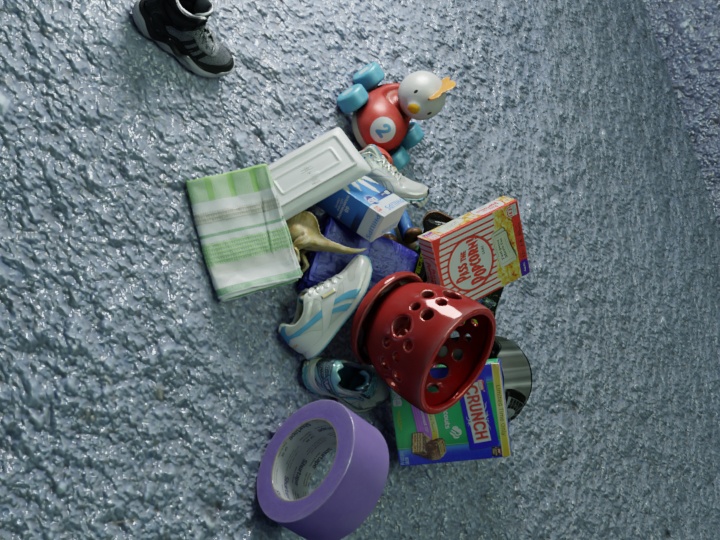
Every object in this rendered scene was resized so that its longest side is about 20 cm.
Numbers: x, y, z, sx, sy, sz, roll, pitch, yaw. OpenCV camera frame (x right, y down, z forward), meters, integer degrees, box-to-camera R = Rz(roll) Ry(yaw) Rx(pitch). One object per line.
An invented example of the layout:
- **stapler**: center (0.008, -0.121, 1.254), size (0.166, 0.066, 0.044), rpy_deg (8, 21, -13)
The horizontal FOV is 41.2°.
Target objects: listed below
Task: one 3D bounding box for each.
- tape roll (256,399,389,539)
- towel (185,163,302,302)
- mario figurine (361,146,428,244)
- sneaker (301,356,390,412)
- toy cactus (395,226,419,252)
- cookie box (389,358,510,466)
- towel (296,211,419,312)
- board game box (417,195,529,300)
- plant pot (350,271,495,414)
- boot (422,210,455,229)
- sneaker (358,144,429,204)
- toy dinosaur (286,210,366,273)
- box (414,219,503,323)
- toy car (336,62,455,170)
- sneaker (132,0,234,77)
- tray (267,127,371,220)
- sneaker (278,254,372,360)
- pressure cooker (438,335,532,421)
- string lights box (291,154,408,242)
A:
- **tape roll**: center (-0.059, 0.304, 1.455), size (0.085, 0.200, 0.200), rpy_deg (40, 49, -35)
- **towel**: center (-0.185, -0.063, 1.533), size (0.149, 0.031, 0.201), rpy_deg (-16, 88, -26)
- **mario figurine**: center (0.047, -0.147, 1.814), size (0.123, 0.106, 0.201), rpy_deg (-8, 73, -46)
- **sneaker**: center (-0.007, 0.198, 1.641), size (0.200, 0.086, 0.078), rpy_deg (22, 69, -45)
- **toy cactus**: center (0.109, -0.015, 1.881), size (0.165, 0.102, 0.200), rpy_deg (49, 44, 1)
- **cookie box**: center (0.160, 0.252, 1.709), size (0.075, 0.199, 0.172), rpy_deg (-23, 106, -81)
- **towel**: center (0.000, 0.000, 1.684), size (0.200, 0.050, 0.148), rpy_deg (23, 84, -24)
- **board game box**: center (0.210, -0.028, 1.752), size (0.200, 0.046, 0.152), rpy_deg (-26, 116, -23)
- **plant pot**: center (0.100, 0.111, 1.601), size (0.200, 0.182, 0.201), rpy_deg (-31, 137, -34)
- **boot**: center (0.176, -0.068, 1.867), size (0.200, 0.075, 0.097), rpy_deg (42, 14, -34)
- **sneaker**: center (0.033, -0.181, 1.742), size (0.075, 0.199, 0.087), rpy_deg (-67, 172, -67)
- **toy dinosaur**: center (-0.097, -0.047, 1.600), size (0.200, 0.058, 0.101), rpy_deg (26, 88, 2)
- **box**: center (0.186, 0.015, 1.807), size (0.199, 0.047, 0.194), rpy_deg (9, 103, -33)
- **toy car**: center (0.094, -0.323, 1.871), size (0.185, 0.200, 0.177), rpy_deg (53, 41, -21)
- **sneaker**: center (-0.260, -0.387, 1.546), size (0.200, 0.114, 0.076), rpy_deg (29, 56, -40)
- **tray**: center (-0.091, -0.164, 1.617), size (0.200, 0.022, 0.108), rpy_deg (-31, 71, -14)
- **sneaker**: center (-0.054, 0.049, 1.602), size (0.081, 0.076, 0.200), rpy_deg (39, 78, -14)
- **pressure cooker**: center (0.213, 0.212, 1.830), size (0.200, 0.178, 0.177), rpy_deg (5, 80, -54)
- **string lights box**: center (-0.028, -0.137, 1.677), size (0.200, 0.059, 0.103), rpy_deg (34, 29, 13)
